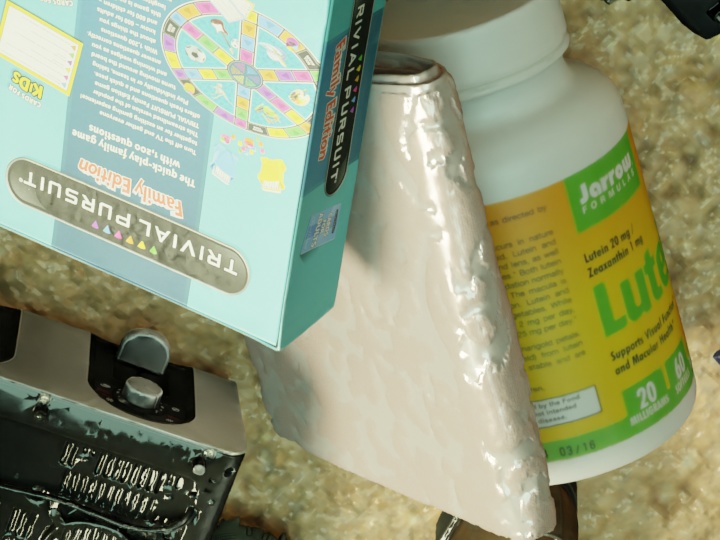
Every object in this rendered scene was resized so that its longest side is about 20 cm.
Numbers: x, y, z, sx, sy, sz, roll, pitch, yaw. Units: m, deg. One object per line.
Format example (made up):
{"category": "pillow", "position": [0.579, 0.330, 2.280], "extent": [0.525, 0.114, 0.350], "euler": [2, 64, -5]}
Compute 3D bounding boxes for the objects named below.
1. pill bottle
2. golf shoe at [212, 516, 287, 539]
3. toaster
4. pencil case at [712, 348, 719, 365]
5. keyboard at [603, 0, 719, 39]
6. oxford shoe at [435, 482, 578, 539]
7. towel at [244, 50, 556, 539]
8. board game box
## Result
{"category": "pill bottle", "position": [0.067, -0.021, 1.153], "extent": [0.110, 0.111, 0.201], "euler": [-16, 112, 4]}
{"category": "golf shoe", "position": [-0.072, 0.213, 1.256], "extent": [0.077, 0.088, 0.201], "euler": [16, 109, -7]}
{"category": "toaster", "position": [-0.159, 0.112, 1.194], "extent": [0.180, 0.119, 0.201], "euler": [18, 110, -9]}
{"category": "pencil case", "position": [0.255, 0.015, 1.192], "extent": [0.199, 0.088, 0.088], "euler": [-33, 110, 11]}
{"category": "keyboard", "position": [0.116, -0.147, 1.096], "extent": [0.104, 0.040, 0.200], "euler": [-38, 137, 13]}
{"category": "oxford shoe", "position": [0.041, 0.181, 1.250], "extent": [0.072, 0.085, 0.201], "euler": [17, 112, -11]}
{"category": "towel", "position": [0.000, 0.000, 1.129], "extent": [0.032, 0.191, 0.201], "euler": [-27, 114, -27]}
{"category": "board game box", "position": [-0.069, -0.090, 1.041], "extent": [0.150, 0.047, 0.201], "euler": [23, 123, 21]}
